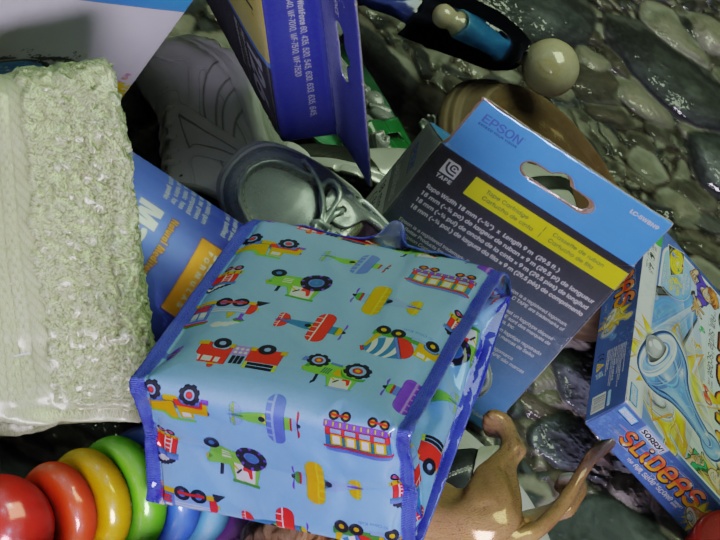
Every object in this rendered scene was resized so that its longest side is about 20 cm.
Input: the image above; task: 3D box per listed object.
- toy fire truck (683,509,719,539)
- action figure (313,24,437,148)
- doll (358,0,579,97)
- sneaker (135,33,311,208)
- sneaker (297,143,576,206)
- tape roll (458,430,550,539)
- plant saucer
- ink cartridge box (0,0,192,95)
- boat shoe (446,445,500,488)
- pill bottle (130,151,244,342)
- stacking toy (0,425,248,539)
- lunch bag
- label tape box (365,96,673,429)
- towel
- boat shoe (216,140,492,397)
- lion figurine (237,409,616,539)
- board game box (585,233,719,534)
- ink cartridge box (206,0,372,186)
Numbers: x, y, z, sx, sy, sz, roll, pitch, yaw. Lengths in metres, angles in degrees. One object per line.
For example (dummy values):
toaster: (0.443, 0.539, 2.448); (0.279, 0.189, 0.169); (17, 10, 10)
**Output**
toy fire truck: (0.262, 0.235, 1.733); (0.200, 0.112, 0.168); (-5, 50, -35)
action figure: (0.018, -0.076, 1.918); (0.118, 0.055, 0.200); (-15, 67, -54)
doll: (0.057, -0.168, 1.977); (0.200, 0.049, 0.136); (20, 5, 13)
sneaker: (-0.097, -0.069, 1.782); (0.099, 0.078, 0.200); (-24, 53, -24)
sneaker: (0.043, -0.046, 1.853); (0.199, 0.074, 0.080); (14, 45, 0)
tape roll: (0.026, 0.157, 1.686); (0.202, 0.037, 0.203); (25, 38, -21)
plant saucer: (0.126, -0.046, 1.963); (0.200, 0.029, 0.200); (37, 36, -33)
ink cartridge box: (-0.208, -0.171, 1.676); (0.144, 0.200, 0.147); (4, 49, -39)
boat shoe: (0.031, 0.176, 1.600); (0.067, 0.072, 0.200); (4, 43, 14)
pill bottle: (-0.120, 0.005, 1.646); (0.200, 0.112, 0.112); (33, 36, -11)
stacking toy: (-0.132, 0.123, 1.549); (0.200, 0.085, 0.085); (-13, 61, -41)
lunch bag: (-0.014, 0.038, 1.535); (0.150, 0.094, 0.200); (11, 43, 15)
label tape box: (0.078, -0.016, 1.776); (0.144, 0.200, 0.063); (33, 32, -12)
towel: (-0.186, -0.012, 1.552); (0.148, 0.036, 0.201); (-5, 85, -11)
boat shoe: (-0.001, 0.002, 1.708); (0.074, 0.065, 0.202); (-45, 104, -12)
lion figurine: (0.030, 0.130, 1.535); (0.123, 0.199, 0.073); (-60, 135, -57)
board game box: (0.209, 0.072, 1.918); (0.135, 0.034, 0.200); (46, 32, -24)
ink cartridge box: (-0.056, -0.171, 1.668); (0.047, 0.198, 0.200); (-20, 56, -10)
